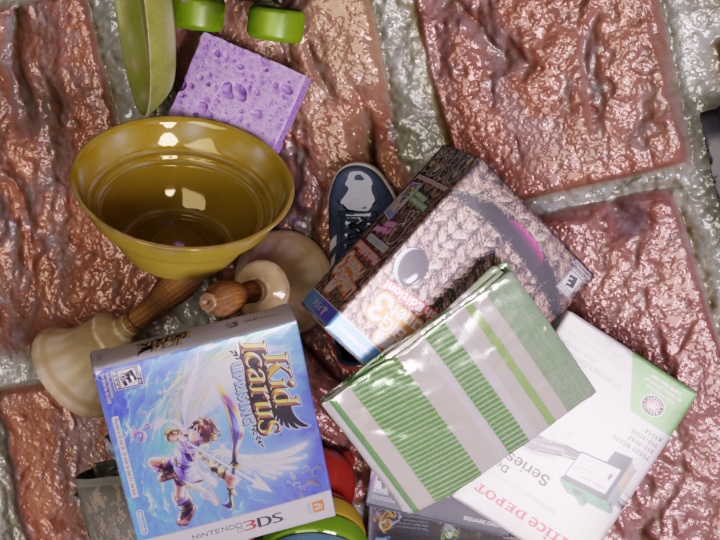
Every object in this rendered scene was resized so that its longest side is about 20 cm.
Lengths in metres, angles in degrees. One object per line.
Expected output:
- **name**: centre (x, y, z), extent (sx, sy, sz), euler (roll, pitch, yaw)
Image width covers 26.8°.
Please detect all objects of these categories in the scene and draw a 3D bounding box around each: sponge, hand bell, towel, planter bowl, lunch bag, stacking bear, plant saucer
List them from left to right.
- **hand bell**: centre (-0.214, 0.044, 1.454), extent (0.200, 0.104, 0.104), euler (-40, 89, 26)
- **plant saucer**: centre (-0.199, -0.242, 1.391), extent (0.031, 0.200, 0.201), euler (-8, 99, -16)
- **lunch bag**: centre (-0.178, 0.262, 1.496), extent (0.199, 0.118, 0.165), euler (-10, 97, 20)
- **planter bowl**: centre (-0.162, -0.051, 1.370), extent (0.199, 0.201, 0.084), euler (17, 130, 10)
- **sponge**: centre (-0.138, -0.114, 1.444), extent (0.111, 0.030, 0.201), euler (25, 94, 8)
- **hand bell**: centre (-0.102, 0.021, 1.390), extent (0.104, 0.200, 0.105), euler (1, 95, 16)
- **stacking bear**: centre (-0.042, 0.256, 1.435), extent (0.121, 0.201, 0.114), euler (-10, 134, 10)
- **towel**: centre (0.084, 0.106, 1.306), extent (0.200, 0.023, 0.153), euler (-36, 110, 1)

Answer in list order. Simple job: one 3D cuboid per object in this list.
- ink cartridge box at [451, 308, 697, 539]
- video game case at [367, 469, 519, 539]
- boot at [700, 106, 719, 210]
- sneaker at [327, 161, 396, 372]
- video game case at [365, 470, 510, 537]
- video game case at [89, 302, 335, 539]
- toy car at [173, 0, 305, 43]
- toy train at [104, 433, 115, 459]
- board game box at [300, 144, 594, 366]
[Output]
- **ink cartridge box**: centre (0.187, 0.153, 1.380), extent (0.146, 0.084, 0.201), euler (32, 93, -4)
- **video game case**: centre (0.106, 0.236, 1.476), extent (0.199, 0.023, 0.183), euler (5, 100, 12)
- **boot**: centre (0.399, -0.067, 1.322), extent (0.167, 0.076, 0.201), euler (-12, 91, 19)
- **sneaker**: centre (0.000, 0.000, 1.426), extent (0.075, 0.085, 0.201), euler (-3, 99, 14)
- **video game case**: centre (0.091, 0.141, 1.443), extent (0.142, 0.019, 0.201), euler (11, 95, 12)
- **video game case**: centre (-0.127, 0.147, 1.339), extent (0.180, 0.045, 0.201), euler (-14, 112, -9)
- **toy car**: centre (-0.125, -0.291, 1.345), extent (0.157, 0.200, 0.165), euler (10, 102, 11)
- **toy train**: centre (-0.144, 0.129, 1.436), extent (0.199, 0.114, 0.086), euler (-30, 117, -21)
- **board game box**: centre (0.077, 0.017, 1.353), extent (0.159, 0.097, 0.200), euler (42, 89, -19)
